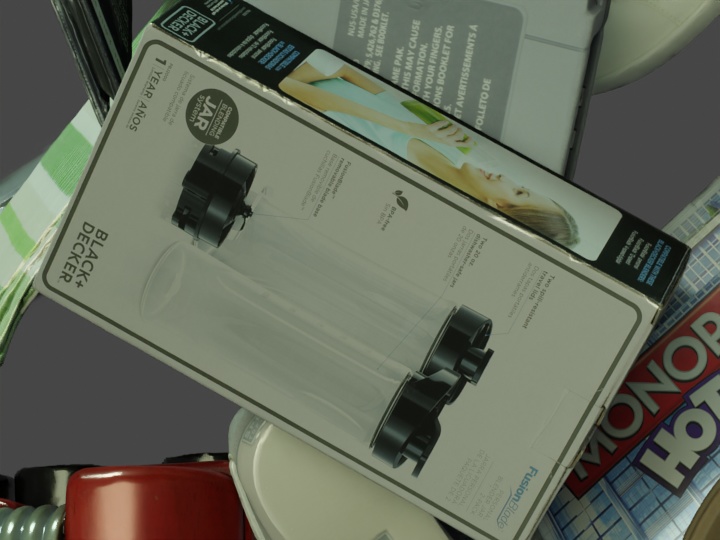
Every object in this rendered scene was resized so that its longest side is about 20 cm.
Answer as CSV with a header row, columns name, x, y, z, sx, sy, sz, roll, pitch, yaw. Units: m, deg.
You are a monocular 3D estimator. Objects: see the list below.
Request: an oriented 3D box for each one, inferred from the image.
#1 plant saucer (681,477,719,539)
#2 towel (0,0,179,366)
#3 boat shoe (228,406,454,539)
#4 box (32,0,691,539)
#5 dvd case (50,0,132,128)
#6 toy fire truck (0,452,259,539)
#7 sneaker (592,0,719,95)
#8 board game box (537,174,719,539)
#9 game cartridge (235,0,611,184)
name,x,y,z,sx,sy,sz,roll,pitch,yaw
plant saucer,0.202,0.134,0.971,0.200,0.029,0.200,-2,82,12
towel,-0.098,-0.051,1.116,0.023,0.153,0.200,37,90,-15
boat shoe,0.011,0.131,1.056,0.072,0.069,0.200,-41,105,-10
box,0.000,0.000,0.978,0.200,0.060,0.117,28,116,6
dvd case,-0.116,-0.170,1.075,0.016,0.149,0.200,-14,38,6
toy fire truck,-0.134,0.096,1.059,0.176,0.200,0.129,-5,78,18
sneaker,0.055,-0.100,1.039,0.200,0.085,0.073,-27,66,12
board game box,0.126,0.043,1.057,0.200,0.062,0.200,-44,70,6
game cartridge,0.012,-0.045,1.010,0.133,0.040,0.200,14,113,8
